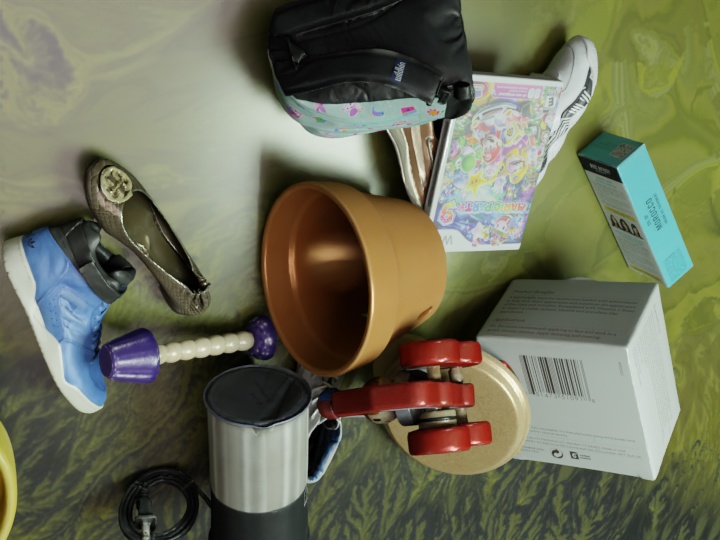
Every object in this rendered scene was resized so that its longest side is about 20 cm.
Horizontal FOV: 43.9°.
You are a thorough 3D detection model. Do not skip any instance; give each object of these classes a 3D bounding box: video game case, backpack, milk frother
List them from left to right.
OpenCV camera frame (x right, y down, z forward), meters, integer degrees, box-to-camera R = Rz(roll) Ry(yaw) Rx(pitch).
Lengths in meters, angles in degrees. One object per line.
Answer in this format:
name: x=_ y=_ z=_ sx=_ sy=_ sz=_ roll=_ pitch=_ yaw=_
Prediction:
milk frother: x=-0.160 y=0.209 z=0.970 sx=0.196 sy=0.180 sz=0.192 roll=-11 pitch=117 yaw=-27
backpack: x=0.007 y=-0.207 z=0.890 sx=0.195 sy=0.127 sz=0.171 roll=-9 pitch=70 yaw=3
video game case: x=0.144 y=-0.117 z=0.999 sx=0.140 sy=0.018 sz=0.204 roll=-3 pitch=118 yaw=-29

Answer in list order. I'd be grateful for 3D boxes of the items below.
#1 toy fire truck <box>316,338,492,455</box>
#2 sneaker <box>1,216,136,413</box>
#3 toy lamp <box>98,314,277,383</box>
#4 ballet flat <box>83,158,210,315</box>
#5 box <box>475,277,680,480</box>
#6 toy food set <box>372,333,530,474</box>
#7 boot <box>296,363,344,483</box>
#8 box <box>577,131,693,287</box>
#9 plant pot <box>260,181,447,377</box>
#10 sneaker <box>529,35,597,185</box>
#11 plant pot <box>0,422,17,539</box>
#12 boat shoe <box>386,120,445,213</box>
toy fire truck: x=0.045 y=0.142 z=0.968 sx=0.199 sy=0.164 sz=0.115 roll=15 pitch=66 yaw=-65
sneaker: x=-0.274 y=0.045 z=0.916 sx=0.109 sy=0.077 sz=0.204 roll=-20 pitch=109 yaw=-6
toy lamp: x=-0.181 y=0.082 z=0.952 sx=0.197 sy=0.058 sz=0.060 roll=-8 pitch=114 yaw=-43
ballet flat: x=-0.212 y=-0.031 z=0.921 sx=0.068 sy=0.046 sz=0.202 roll=-55 pitch=130 yaw=-37
box: x=0.272 y=0.129 z=1.105 sx=0.131 sy=0.196 sz=0.203 roll=-47 pitch=127 yaw=-41
toy food set: x=0.112 y=0.170 z=1.100 sx=0.195 sy=0.049 sz=0.202 roll=-1 pitch=118 yaw=17
boot: x=-0.041 y=0.145 z=1.047 sx=0.072 sy=0.095 sz=0.204 roll=9 pitch=105 yaw=-26
box: x=0.356 y=-0.077 z=1.153 sx=0.049 sy=0.082 sz=0.202 roll=-37 pitch=120 yaw=-8
plant pot: x=0.000 y=0.000 z=0.971 sx=0.138 sy=0.198 sz=0.205 roll=-11 pitch=114 yaw=-39
sneaker: x=0.192 y=-0.194 z=1.040 sx=0.113 sy=0.075 sz=0.203 roll=21 pitch=102 yaw=-31
plant pot: x=-0.427 y=0.173 z=0.830 sx=0.196 sy=0.189 sz=0.206 roll=-9 pitch=113 yaw=-21
boat shoe: x=0.077 y=-0.133 z=1.000 sx=0.070 sy=0.076 sz=0.203 roll=-16 pitch=119 yaw=14
